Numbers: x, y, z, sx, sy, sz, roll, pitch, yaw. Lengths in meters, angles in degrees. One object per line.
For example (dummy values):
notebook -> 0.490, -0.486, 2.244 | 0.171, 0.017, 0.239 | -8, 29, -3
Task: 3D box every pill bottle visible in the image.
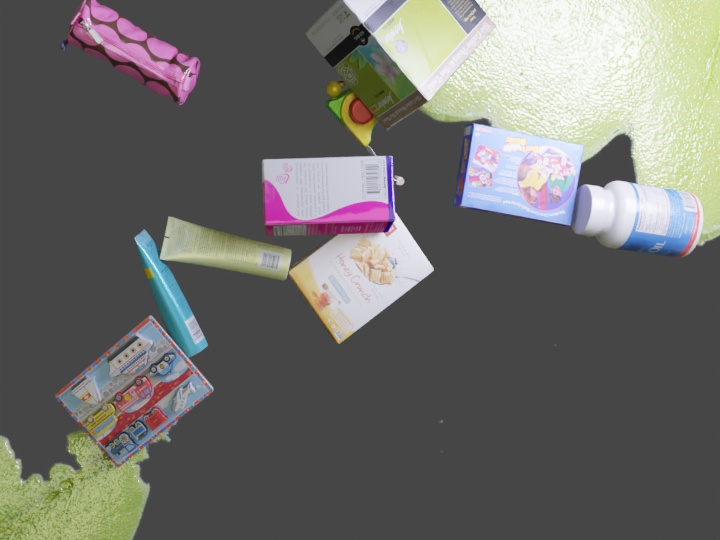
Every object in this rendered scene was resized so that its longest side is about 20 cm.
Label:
pill bottle -> 0.457, -0.088, 1.655 | 0.197, 0.112, 0.114 | 7, 92, -12

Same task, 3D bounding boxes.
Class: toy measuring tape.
toy measuring tape -> 0.020, -0.228, 1.574 | 0.074, 0.073, 0.200 | -45, 111, -6

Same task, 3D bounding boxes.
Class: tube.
tube -> -0.295, 0.035, 1.515 | 0.050, 0.077, 0.202 | -22, 102, -2
tube -> -0.208, -0.030, 1.541 | 0.197, 0.058, 0.053 | 12, 107, -13

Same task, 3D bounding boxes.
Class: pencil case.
pencil case -> -0.335, -0.322, 1.470 | 0.198, 0.094, 0.092 | 26, 87, -14

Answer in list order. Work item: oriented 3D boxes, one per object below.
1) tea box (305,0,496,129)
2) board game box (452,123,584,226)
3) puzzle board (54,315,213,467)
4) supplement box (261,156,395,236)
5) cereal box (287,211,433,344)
tea box -> 0.063, -0.364, 1.505 | 0.197, 0.133, 0.200 | 48, 61, -10
board game box -> 0.261, -0.157, 1.639 | 0.197, 0.045, 0.136 | 9, 91, -13
puzzle board -> -0.346, 0.187, 1.514 | 0.199, 0.017, 0.151 | -39, 101, 6
supplement box -> -0.051, -0.113, 1.522 | 0.197, 0.103, 0.103 | -1, 82, -5
cereal box -> 0.000, 0.000, 1.593 | 0.199, 0.040, 0.145 | -38, 100, -8
